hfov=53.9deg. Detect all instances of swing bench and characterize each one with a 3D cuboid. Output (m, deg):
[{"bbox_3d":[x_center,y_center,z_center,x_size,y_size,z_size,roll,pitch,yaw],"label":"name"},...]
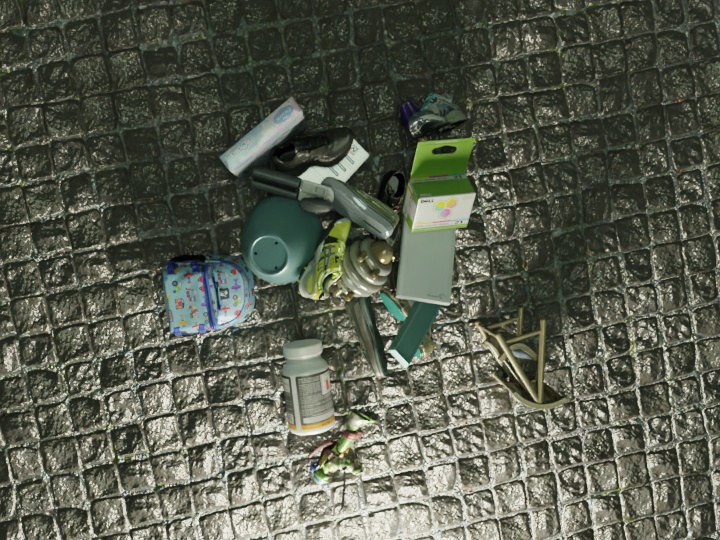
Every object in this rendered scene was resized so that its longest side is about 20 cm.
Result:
[{"bbox_3d":[0.372,0.210,1.654,0.127,0.199,0.205,-16,95,-3],"label":"swing bench"}]

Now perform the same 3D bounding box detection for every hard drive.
[{"bbox_3d":[0.156,-0.028,1.672,0.128,0.027,0.205,8,77,-7],"label":"hard drive"}]

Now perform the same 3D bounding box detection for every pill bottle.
[{"bbox_3d":[-0.125,0.271,1.660,0.113,0.116,0.206,-7,96,-4],"label":"pill bottle"}]

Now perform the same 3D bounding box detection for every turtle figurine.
[{"bbox_3d":[-0.015,0.444,1.674,0.143,0.199,0.197,29,88,-40],"label":"turtle figurine"}]

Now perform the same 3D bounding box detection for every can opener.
[{"bbox_3d":[-0.154,-0.178,1.575,0.195,0.067,0.054,16,121,1],"label":"can opener"}]

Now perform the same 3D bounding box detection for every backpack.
[{"bbox_3d":[-0.341,0.054,1.619,0.195,0.135,0.188,-3,96,-7],"label":"backpack"}]

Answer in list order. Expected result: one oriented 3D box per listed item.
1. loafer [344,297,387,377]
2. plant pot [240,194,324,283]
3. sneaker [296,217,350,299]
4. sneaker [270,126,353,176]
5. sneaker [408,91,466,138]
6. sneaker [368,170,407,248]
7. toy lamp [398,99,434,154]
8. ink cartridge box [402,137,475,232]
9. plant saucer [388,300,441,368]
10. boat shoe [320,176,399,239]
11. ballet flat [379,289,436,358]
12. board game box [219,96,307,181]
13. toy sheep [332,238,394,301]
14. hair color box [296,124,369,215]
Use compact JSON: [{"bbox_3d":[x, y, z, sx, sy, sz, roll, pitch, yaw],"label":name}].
[{"bbox_3d":[0.014,0.160,1.696,0.062,0.072,0.205,-15,89,17],"label":"loafer"},{"bbox_3d":[-0.187,-0.055,1.591,0.195,0.135,0.205,3,109,8],"label":"plant pot"},{"bbox_3d":[-0.065,-0.023,1.585,0.075,0.075,0.203,22,79,25],"label":"sneaker"},{"bbox_3d":[-0.109,-0.268,1.571,0.196,0.091,0.077,-23,70,7],"label":"sneaker"},{"bbox_3d":[0.161,-0.360,1.618,0.077,0.198,0.088,-29,84,38],"label":"sneaker"},{"bbox_3d":[0.062,-0.132,1.647,0.073,0.106,0.206,6,94,-5],"label":"sneaker"},{"bbox_3d":[0.148,-0.302,1.666,0.057,0.058,0.204,-25,96,-2],"label":"toy lamp"},{"bbox_3d":[0.185,-0.192,1.601,0.144,0.077,0.203,-7,138,-15],"label":"ink cartridge box"},{"bbox_3d":[0.136,0.127,1.664,0.070,0.019,0.202,45,60,-24],"label":"plant saucer"},{"bbox_3d":[-0.002,-0.148,1.603,0.199,0.072,0.062,38,54,5],"label":"boat shoe"},{"bbox_3d":[0.120,0.114,1.701,0.075,0.067,0.202,-37,103,-23],"label":"ballet flat"},{"bbox_3d":[-0.209,-0.285,1.566,0.199,0.199,0.044,-40,92,-1],"label":"board game box"},{"bbox_3d":[0.000,0.000,1.637,0.199,0.138,0.139,-35,97,29],"label":"toy sheep"},{"bbox_3d":[-0.080,-0.228,1.651,0.100,0.061,0.200,43,91,-7],"label":"hair color box"}]
